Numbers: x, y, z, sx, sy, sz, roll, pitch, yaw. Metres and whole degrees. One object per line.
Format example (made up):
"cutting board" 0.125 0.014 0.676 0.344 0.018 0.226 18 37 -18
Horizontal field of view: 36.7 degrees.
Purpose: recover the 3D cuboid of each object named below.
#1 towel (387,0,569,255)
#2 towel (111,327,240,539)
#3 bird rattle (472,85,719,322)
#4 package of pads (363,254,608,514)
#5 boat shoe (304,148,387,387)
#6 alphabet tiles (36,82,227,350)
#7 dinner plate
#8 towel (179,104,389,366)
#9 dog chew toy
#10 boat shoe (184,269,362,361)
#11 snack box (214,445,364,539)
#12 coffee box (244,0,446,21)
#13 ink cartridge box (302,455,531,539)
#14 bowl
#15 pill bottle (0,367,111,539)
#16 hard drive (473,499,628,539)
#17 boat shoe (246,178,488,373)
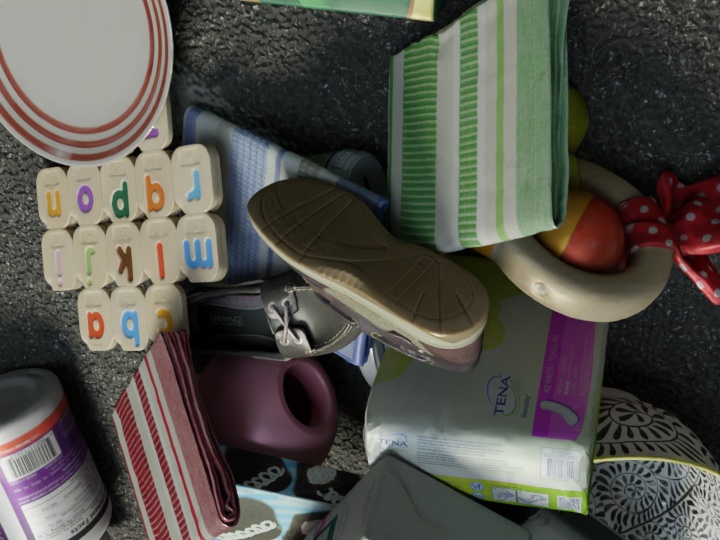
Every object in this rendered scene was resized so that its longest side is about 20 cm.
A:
"towel" 0.068 -0.088 0.677 0.023 0.199 0.156 6 81 -25
"towel" -0.145 0.144 0.828 0.200 0.022 0.146 -46 60 57
"bird rattle" 0.153 -0.027 0.722 0.199 0.163 0.113 39 141 4
"package of pads" 0.092 0.068 0.759 0.151 0.201 0.069 3 127 15
"boat shoe" 0.000 0.000 0.838 0.061 0.072 0.203 9 120 41
"alphabet tiles" -0.180 -0.038 0.838 0.197 0.014 0.200 -3 92 36
"dinner plate" -0.217 -0.178 0.805 0.197 0.024 0.204 10 114 23
"towel" -0.063 -0.028 0.816 0.198 0.024 0.149 27 126 30
"dog chew toy" -0.112 0.134 0.909 0.198 0.125 0.125 -27 108 35
"boat shoe" -0.076 0.039 0.803 0.198 0.057 0.068 -5 107 43
"snack box" -0.028 0.204 0.848 0.196 0.037 0.117 13 131 -9
"coffee box" -0.037 -0.240 0.720 0.196 0.044 0.125 10 120 11
"ink cartridge box" 0.013 0.221 0.737 0.115 0.068 0.201 28 133 -9
"bowl" 0.180 0.152 0.825 0.196 0.095 0.203 -1 140 -1
"pill bottle" -0.296 0.203 1.003 0.109 0.112 0.203 -6 116 20
"hard drive" 0.130 0.224 0.812 0.138 0.033 0.199 -28 133 29
"boat shoe" 0.001 0.005 0.711 0.198 0.072 0.066 30 144 32
